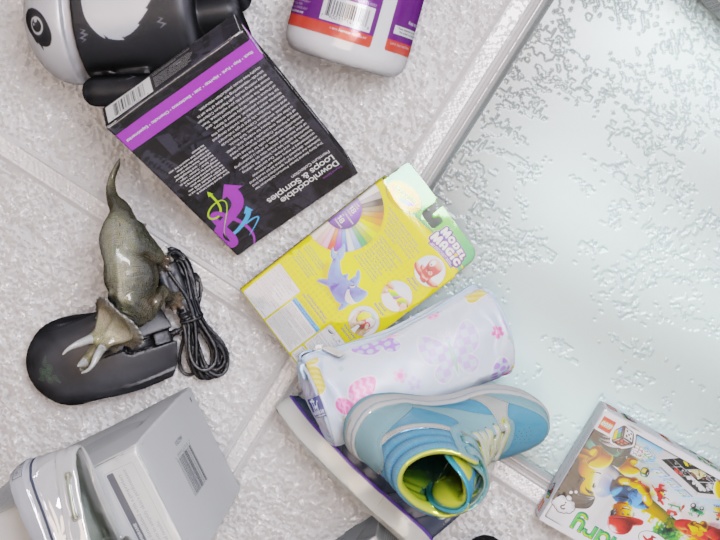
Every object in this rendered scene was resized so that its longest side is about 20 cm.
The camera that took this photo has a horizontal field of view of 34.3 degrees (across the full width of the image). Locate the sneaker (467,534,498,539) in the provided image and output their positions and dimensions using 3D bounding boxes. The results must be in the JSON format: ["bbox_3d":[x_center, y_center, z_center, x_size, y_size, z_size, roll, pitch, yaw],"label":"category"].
[{"bbox_3d":[0.106,0.318,1.057,0.076,0.200,0.087,48,134,-9],"label":"sneaker"}]

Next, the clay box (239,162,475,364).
[{"bbox_3d":[0.000,0.000,1.095,0.200,0.048,0.115,-37,94,8],"label":"clay box"}]

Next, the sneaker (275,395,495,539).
[{"bbox_3d":[0.034,0.152,1.111,0.200,0.081,0.146,41,78,15],"label":"sneaker"}]

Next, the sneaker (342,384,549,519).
[{"bbox_3d":[0.096,0.158,0.986,0.199,0.131,0.080,-2,112,-24],"label":"sneaker"}]

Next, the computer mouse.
[{"bbox_3d":[-0.239,0.071,1.126,0.199,0.053,0.139,-21,96,8],"label":"computer mouse"}]

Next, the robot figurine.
[{"bbox_3d":[-0.200,-0.231,1.040,0.198,0.151,0.126,-4,122,6],"label":"robot figurine"}]

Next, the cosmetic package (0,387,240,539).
[{"bbox_3d":[-0.239,0.224,1.074,0.199,0.199,0.124,-25,96,9],"label":"cosmetic package"}]

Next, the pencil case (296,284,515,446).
[{"bbox_3d":[0.041,0.085,1.059,0.199,0.083,0.091,-20,83,-12],"label":"pencil case"}]

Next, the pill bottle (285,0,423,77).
[{"bbox_3d":[0.010,-0.278,1.020,0.112,0.112,0.201,17,99,3],"label":"pill bottle"}]

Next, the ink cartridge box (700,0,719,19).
[{"bbox_3d":[0.313,-0.321,0.998,0.200,0.083,0.147,44,100,-1],"label":"ink cartridge box"}]

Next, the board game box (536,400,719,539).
[{"bbox_3d":[0.285,0.228,1.107,0.199,0.035,0.127,29,100,1],"label":"board game box"}]

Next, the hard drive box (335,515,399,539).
[{"bbox_3d":[0.013,0.364,1.133,0.155,0.077,0.201,-34,93,10],"label":"hard drive box"}]

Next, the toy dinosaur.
[{"bbox_3d":[-0.207,-0.005,1.055,0.076,0.102,0.202,4,84,6],"label":"toy dinosaur"}]

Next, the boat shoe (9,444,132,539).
[{"bbox_3d":[-0.212,0.237,0.934,0.066,0.074,0.201,-25,95,11],"label":"boat shoe"}]

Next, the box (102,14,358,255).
[{"bbox_3d":[-0.111,-0.113,1.037,0.143,0.036,0.200,-33,134,9],"label":"box"}]
